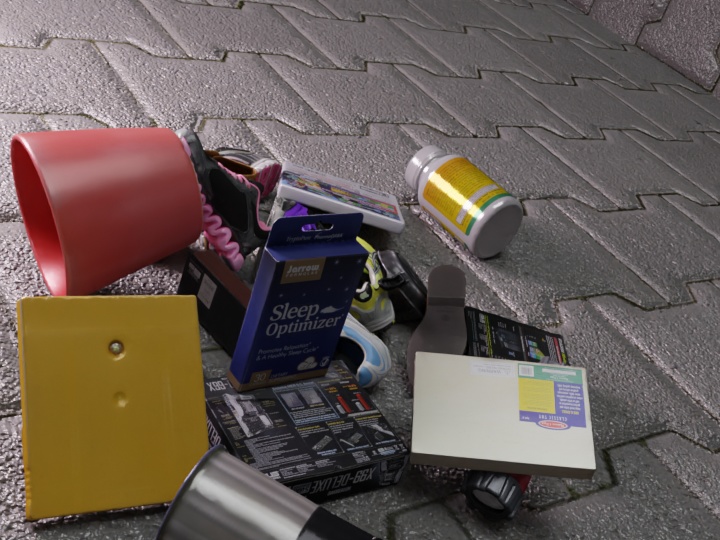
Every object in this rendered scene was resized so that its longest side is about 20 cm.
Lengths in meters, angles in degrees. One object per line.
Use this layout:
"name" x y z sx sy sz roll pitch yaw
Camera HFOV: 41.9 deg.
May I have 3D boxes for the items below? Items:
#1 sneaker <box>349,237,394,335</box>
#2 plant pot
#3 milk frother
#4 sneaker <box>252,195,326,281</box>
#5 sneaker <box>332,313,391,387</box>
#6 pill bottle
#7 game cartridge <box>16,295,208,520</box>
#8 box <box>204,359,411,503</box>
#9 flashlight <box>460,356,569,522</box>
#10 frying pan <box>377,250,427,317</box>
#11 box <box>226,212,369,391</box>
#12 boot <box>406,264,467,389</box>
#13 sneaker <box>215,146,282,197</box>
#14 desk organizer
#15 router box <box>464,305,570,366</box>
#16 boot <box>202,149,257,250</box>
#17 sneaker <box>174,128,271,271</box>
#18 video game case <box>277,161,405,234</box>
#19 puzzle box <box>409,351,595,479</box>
"sneaker" 0.000 0.000 1.283 0.075 0.077 0.201 -21 38 -3
"plant pot" -0.291 -0.078 1.096 0.176 0.202 0.201 -17 45 -28
"milk frother" -0.074 0.230 0.777 0.186 0.202 0.181 26 35 10
"sneaker" -0.088 -0.037 1.314 0.098 0.070 0.201 19 31 -8
"sneaker" -0.048 0.071 1.164 0.199 0.072 0.072 36 23 25
"pill bottle" 0.166 -0.121 1.561 0.112 0.114 0.200 -9 41 -40
"game cartridge" -0.234 0.125 0.897 0.174 0.032 0.203 1 77 -31
"box" -0.068 0.175 1.012 0.198 0.050 0.158 -4 39 -37
"flashlight" 0.184 0.185 1.065 0.067 0.068 0.201 25 57 15
"frying pan" 0.049 0.003 1.283 0.116 0.031 0.190 59 10 31
"box" -0.062 0.034 0.991 0.120 0.202 0.032 -7 37 -39
"boot" 0.106 0.092 1.237 0.073 0.076 0.202 8 49 10
"sneaker" -0.205 -0.136 1.399 0.087 0.075 0.199 27 31 22
"desk organizer" -0.132 0.055 1.141 0.076 0.072 0.200 -12 44 -46
"router box" 0.198 0.142 1.216 0.148 0.063 0.201 17 31 -7
"boot" -0.242 -0.093 1.233 0.199 0.145 0.071 3 34 -28
"sneaker" -0.171 -0.100 1.182 0.095 0.202 0.079 -33 36 -15
"video game case" -0.032 -0.116 1.480 0.197 0.023 0.182 17 16 -8
"puzzle box" 0.154 0.158 1.032 0.197 0.026 0.134 6 48 1
